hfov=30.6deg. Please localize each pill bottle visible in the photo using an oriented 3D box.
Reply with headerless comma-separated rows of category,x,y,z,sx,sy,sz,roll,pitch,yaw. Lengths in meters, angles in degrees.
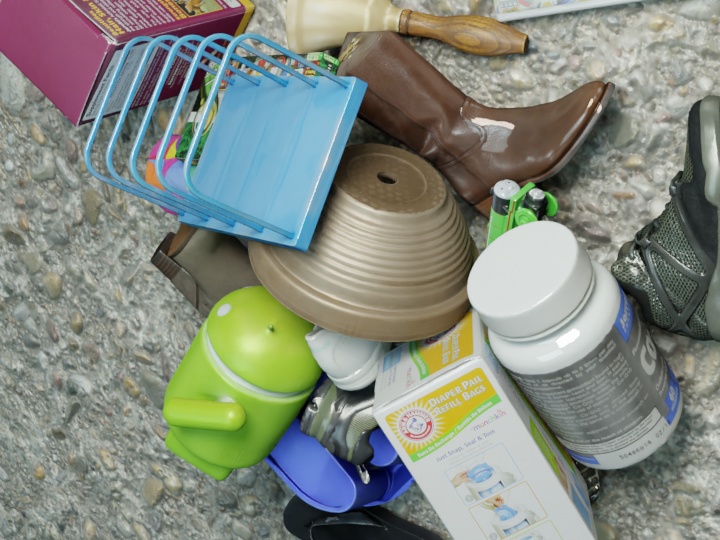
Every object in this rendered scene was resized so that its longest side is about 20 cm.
pill bottle,0.172,0.060,1.060,0.113,0.114,0.200,-6,137,37

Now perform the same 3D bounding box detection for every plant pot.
plant pot,0.011,-0.041,1.095,0.200,0.201,0.093,32,129,22

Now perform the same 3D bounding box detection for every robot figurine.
robot figurine,-0.104,0.098,1.191,0.115,0.176,0.200,34,125,1

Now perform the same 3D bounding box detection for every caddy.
caddy,-0.027,0.145,1.300,0.200,0.105,0.141,46,106,13

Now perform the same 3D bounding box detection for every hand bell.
hand bell,0.047,-0.213,1.129,0.199,0.104,0.105,13,116,17

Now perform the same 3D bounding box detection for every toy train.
toy train,0.128,0.001,1.140,0.056,0.042,0.201,33,141,27

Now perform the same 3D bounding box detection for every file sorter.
file sorter,-0.117,-0.112,1.055,0.200,0.122,0.139,13,81,55

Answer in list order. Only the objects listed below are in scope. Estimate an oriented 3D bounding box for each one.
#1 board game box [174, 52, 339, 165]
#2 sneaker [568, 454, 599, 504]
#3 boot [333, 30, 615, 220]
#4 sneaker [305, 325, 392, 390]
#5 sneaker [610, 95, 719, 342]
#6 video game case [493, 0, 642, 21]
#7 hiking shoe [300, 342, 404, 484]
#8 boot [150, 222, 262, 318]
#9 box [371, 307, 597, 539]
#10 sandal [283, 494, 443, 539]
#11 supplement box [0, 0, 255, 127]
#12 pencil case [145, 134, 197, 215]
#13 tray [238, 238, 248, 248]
board game box,-0.096,-0.140,1.170,0.200,0.023,0.105,10,81,55
sneaker,0.148,0.141,1.197,0.078,0.090,0.200,-34,104,12
boot,0.082,-0.149,1.084,0.200,0.064,0.186,39,132,-9
sneaker,0.000,0.000,1.163,0.075,0.201,0.089,-12,138,34
sneaker,0.249,-0.038,1.042,0.114,0.076,0.200,4,116,28
video game case,0.180,-0.297,1.022,0.199,0.023,0.183,-1,107,36
hiking shoe,0.038,0.096,1.207,0.101,0.076,0.200,41,83,3
boot,-0.115,0.000,1.261,0.146,0.070,0.200,33,156,-13
box,0.103,0.149,1.093,0.101,0.113,0.200,-29,107,13
sandal,-0.002,0.275,1.370,0.199,0.043,0.076,11,114,32
supplement box,-0.217,-0.229,1.222,0.131,0.200,0.103,45,127,14
pencil case,-0.119,-0.092,1.268,0.199,0.088,0.089,6,112,43
tray,-0.086,-0.015,1.329,0.199,0.022,0.108,-23,93,40
